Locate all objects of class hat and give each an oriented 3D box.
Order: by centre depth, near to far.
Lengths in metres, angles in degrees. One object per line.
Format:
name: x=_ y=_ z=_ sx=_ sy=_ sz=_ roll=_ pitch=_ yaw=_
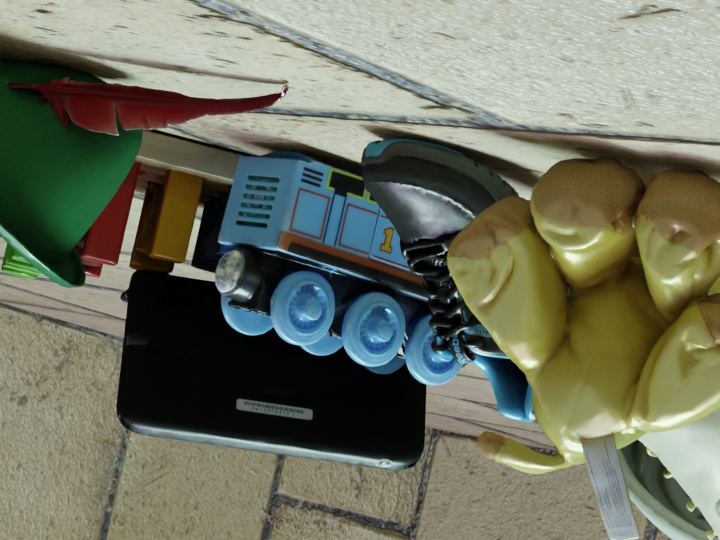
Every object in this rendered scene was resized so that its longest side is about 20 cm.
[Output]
hat: x=-0.145 y=-0.102 z=1.529 sx=0.200 sy=0.176 sz=0.166 roll=50 pitch=-174 yaw=14

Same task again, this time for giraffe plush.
giraffe plush: x=0.154 y=0.022 z=1.477 sx=0.171 sy=0.201 sz=0.162 roll=7 pitch=-159 yaw=23

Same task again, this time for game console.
game console: x=-0.062 y=0.070 z=1.810 sx=0.199 sy=0.177 sz=0.117 roll=8 pitch=143 yaw=-7

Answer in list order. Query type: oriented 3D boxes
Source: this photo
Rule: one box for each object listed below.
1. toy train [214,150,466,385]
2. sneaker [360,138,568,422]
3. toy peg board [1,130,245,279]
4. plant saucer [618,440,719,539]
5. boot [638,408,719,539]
toy train: x=0.000 y=0.000 z=1.699 sx=0.199 sy=0.115 sz=0.086 roll=18 pitch=176 yaw=-35
sneaker: x=0.065 y=0.004 z=1.544 sx=0.073 sy=0.082 sz=0.200 roll=-2 pitch=141 yaw=51
toy peg board: x=-0.150 y=-0.032 z=1.813 sx=0.198 sy=0.099 sz=0.200 roll=14 pitch=175 yaw=-9
plant saucer: x=0.247 y=0.141 z=1.752 sx=0.199 sy=0.050 sz=0.201 roll=11 pitch=-148 yaw=-7
boot: x=0.183 y=0.097 z=1.665 sx=0.155 sy=0.072 sz=0.200 roll=53 pitch=147 yaw=-10
